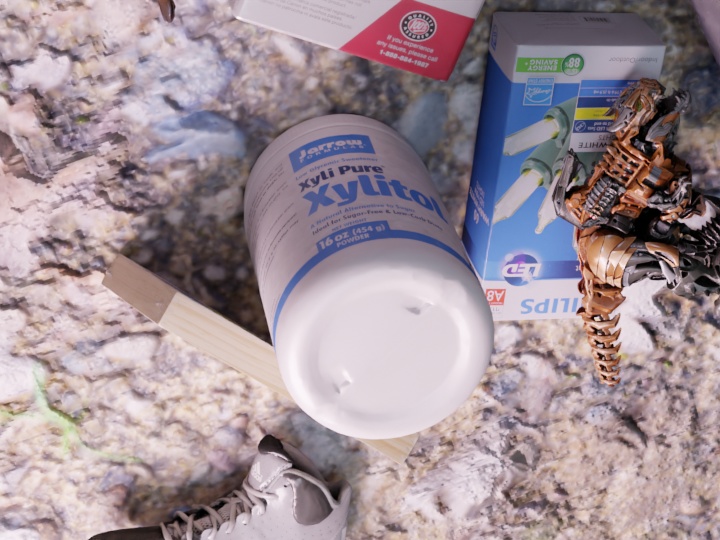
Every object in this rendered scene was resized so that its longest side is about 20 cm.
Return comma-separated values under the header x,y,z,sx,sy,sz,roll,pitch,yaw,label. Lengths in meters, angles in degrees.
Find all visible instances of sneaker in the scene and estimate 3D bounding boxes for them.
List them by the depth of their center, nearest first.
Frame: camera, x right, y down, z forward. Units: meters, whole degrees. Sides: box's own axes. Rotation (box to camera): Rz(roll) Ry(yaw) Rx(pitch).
x,y,z,sx,sy,sz,roll,pitch,yaw,label
-0.097,0.167,1.274,0.199,0.075,0.116,2,114,-25,sneaker

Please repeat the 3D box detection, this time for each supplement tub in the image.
x,y,z,sx,sy,sz,roll,pitch,yaw,label
0.000,0.000,1.116,0.131,0.200,0.133,-6,121,-9,supplement tub

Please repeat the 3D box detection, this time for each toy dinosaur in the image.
x,y,z,sx,sy,sz,roll,pitch,yaw,label
0.185,-0.024,1.156,0.135,0.102,0.201,9,136,-4,toy dinosaur

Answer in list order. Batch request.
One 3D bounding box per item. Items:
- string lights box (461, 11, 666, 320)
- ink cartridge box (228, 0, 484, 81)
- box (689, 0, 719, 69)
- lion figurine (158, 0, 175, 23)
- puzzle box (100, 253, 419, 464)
x,y,z,sx,sy,sz,roll,pitch,yaw,label
0.129,-0.067,1.187,0.102,0.059,0.201,-2,120,-14,string lights box
0.018,-0.231,1.055,0.147,0.086,0.201,16,113,-21,ink cartridge box
0.303,-0.191,1.062,0.118,0.196,0.200,-52,127,-31,box
-0.157,-0.241,1.019,0.122,0.073,0.201,16,128,18,lion figurine
-0.068,0.057,1.176,0.200,0.133,0.025,32,87,-25,puzzle box
